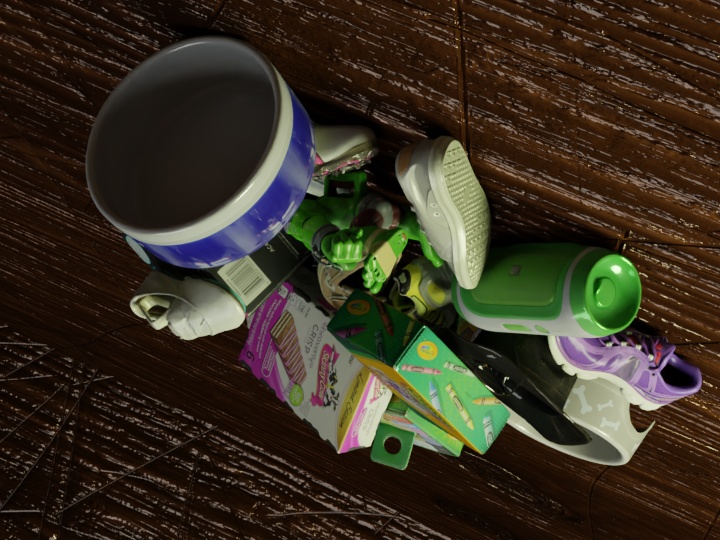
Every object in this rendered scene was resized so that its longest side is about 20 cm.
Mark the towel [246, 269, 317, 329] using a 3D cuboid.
[{"bbox_3d":[-0.093,0.050,1.716,0.200,0.034,0.133,27,127,47],"label":"towel"}]

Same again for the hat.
[{"bbox_3d":[0.177,0.100,1.417,0.200,0.081,0.201,35,166,10],"label":"hat"}]

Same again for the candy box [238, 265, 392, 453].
[{"bbox_3d":[-0.048,0.102,1.585,0.061,0.137,0.200,-6,-146,-47],"label":"candy box"}]

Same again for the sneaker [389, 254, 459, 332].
[{"bbox_3d":[0.068,0.031,1.476,0.076,0.076,0.200,-13,154,-7],"label":"sneaker"}]

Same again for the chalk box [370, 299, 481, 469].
[{"bbox_3d":[0.067,0.142,1.630,0.124,0.201,0.124,10,157,45],"label":"chalk box"}]

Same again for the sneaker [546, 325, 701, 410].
[{"bbox_3d":[0.274,0.077,1.373,0.199,0.081,0.083,26,153,-29],"label":"sneaker"}]

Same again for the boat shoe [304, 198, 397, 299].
[{"bbox_3d":[-0.021,-0.010,1.545,0.074,0.066,0.199,17,161,34],"label":"boat shoe"}]

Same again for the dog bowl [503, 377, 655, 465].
[{"bbox_3d":[0.240,0.163,1.555,0.199,0.059,0.200,23,163,7],"label":"dog bowl"}]

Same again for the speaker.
[{"bbox_3d":[0.175,0.019,1.289,0.088,0.089,0.200,36,162,-28],"label":"speaker"}]

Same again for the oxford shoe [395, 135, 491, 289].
[{"bbox_3d":[0.079,-0.055,1.234,0.057,0.076,0.200,7,149,24],"label":"oxford shoe"}]

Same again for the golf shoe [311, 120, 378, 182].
[{"bbox_3d":[-0.078,-0.124,1.267,0.199,0.093,0.073,-5,-173,26],"label":"golf shoe"}]

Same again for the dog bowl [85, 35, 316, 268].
[{"bbox_3d":[-0.143,-0.106,1.202,0.199,0.201,0.079,17,164,31],"label":"dog bowl"}]

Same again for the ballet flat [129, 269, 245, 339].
[{"bbox_3d":[-0.192,0.044,1.446,0.069,0.070,0.200,37,166,-32],"label":"ballet flat"}]

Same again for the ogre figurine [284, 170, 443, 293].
[{"bbox_3d":[0.008,-0.043,1.288,0.120,0.200,0.099,25,132,36],"label":"ogre figurine"}]

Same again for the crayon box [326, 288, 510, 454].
[{"bbox_3d":[0.065,0.110,1.442,0.119,0.058,0.200,27,166,47],"label":"crayon box"}]

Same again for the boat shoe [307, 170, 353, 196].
[{"bbox_3d":[-0.103,-0.107,1.371,0.199,0.069,0.075,23,164,14],"label":"boat shoe"}]

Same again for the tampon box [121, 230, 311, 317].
[{"bbox_3d":[-0.159,-0.036,1.508,0.150,0.126,0.200,49,160,-10],"label":"tampon box"}]

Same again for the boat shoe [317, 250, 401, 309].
[{"bbox_3d":[0.000,0.000,1.447,0.073,0.063,0.200,-8,154,-15],"label":"boat shoe"}]
